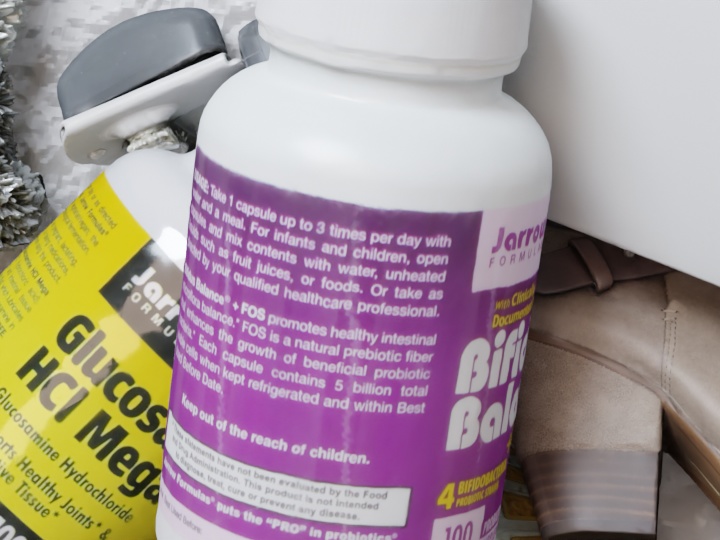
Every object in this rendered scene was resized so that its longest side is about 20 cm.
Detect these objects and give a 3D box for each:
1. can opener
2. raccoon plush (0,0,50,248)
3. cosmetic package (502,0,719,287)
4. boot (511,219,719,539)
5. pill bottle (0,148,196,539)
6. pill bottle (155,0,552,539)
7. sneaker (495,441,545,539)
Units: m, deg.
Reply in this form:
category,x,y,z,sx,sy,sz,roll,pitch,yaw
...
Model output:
category,x,y,z,sx,sy,sz,roll,pitch,yaw
can opener,-0.027,-0.088,0.871,0.200,0.053,0.067,-19,73,12
raccoon plush,-0.168,-0.073,0.843,0.097,0.200,0.134,-1,99,0
cosmetic package,0.103,-0.068,0.747,0.200,0.085,0.108,23,126,31
boot,0.140,0.030,0.789,0.200,0.070,0.146,7,63,-3
pill bottle,-0.079,0.030,0.830,0.200,0.112,0.112,-45,70,4
pill bottle,0.000,0.000,0.721,0.112,0.112,0.200,13,108,19
sneaker,0.069,0.152,0.779,0.088,0.076,0.200,-56,43,39
